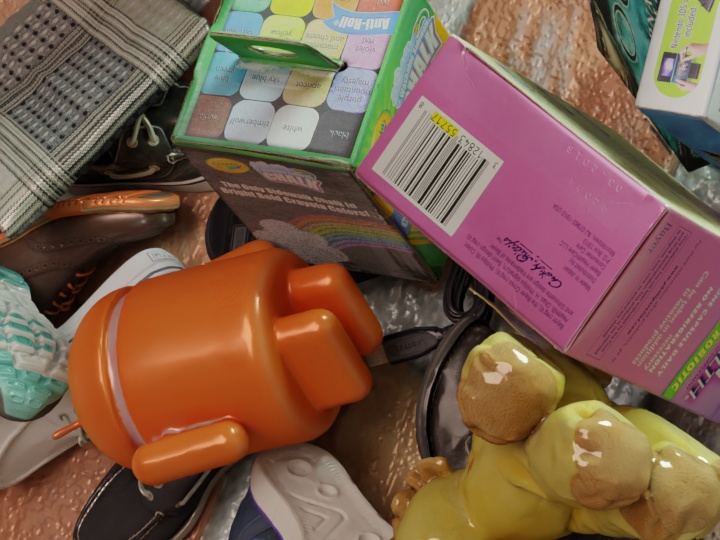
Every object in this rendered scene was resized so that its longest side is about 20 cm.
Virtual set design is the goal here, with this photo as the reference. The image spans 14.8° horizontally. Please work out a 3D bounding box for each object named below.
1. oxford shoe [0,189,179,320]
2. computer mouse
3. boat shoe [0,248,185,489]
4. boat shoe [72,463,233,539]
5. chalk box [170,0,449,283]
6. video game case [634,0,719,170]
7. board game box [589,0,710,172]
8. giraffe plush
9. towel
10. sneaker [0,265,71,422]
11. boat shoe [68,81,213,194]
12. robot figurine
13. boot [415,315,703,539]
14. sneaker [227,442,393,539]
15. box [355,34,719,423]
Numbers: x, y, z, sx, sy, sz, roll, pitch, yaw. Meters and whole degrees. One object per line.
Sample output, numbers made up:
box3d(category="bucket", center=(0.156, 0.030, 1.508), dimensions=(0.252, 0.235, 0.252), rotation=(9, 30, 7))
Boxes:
box3d(category="oxford shoe", center=(-0.195, -0.007, 1.831), dimensions=(0.199, 0.071, 0.073), rotation=(-15, 87, 35))
box3d(category="computer mouse", center=(0.000, 0.000, 1.706), dimensions=(0.199, 0.046, 0.141), rotation=(-9, 64, 20))
box3d(category="boat shoe", center=(-0.178, 0.076, 1.783), dimensions=(0.200, 0.073, 0.067), rotation=(-49, 54, 11))
box3d(category="boat shoe", center=(-0.118, 0.113, 1.740), dimensions=(0.200, 0.063, 0.073), rotation=(-42, 58, 15))
box3d(category="chalk box", center=(-0.020, -0.097, 1.614), dimensions=(0.124, 0.200, 0.125), rotation=(10, 68, 26))
box3d(category="video game case", center=(0.221, -0.147, 1.507), dimensions=(0.045, 0.200, 0.183), rotation=(12, 83, 28))
box3d(category="board game box", center=(0.156, -0.171, 1.552), dimensions=(0.028, 0.201, 0.136), rotation=(-20, 41, -8))
box3d(category="giraffe plush", center=(0.081, 0.126, 1.482), dimensions=(0.163, 0.172, 0.200), rotation=(-58, 41, 7))
box3d(category="towel", center=(-0.200, -0.128, 1.814), dimensions=(0.193, 0.035, 0.200), rotation=(-45, 35, -2))
box3d(category="sneaker", center=(-0.235, 0.061, 1.738), dimensions=(0.092, 0.077, 0.200), rotation=(-63, 25, 12))
box3d(category="boat shoe", center=(-0.139, -0.088, 1.808), dimensions=(0.199, 0.064, 0.071), rotation=(-10, 71, 31))
box3d(category="robot figurine", center=(-0.087, 0.053, 1.636), dimensions=(0.199, 0.116, 0.145), rotation=(-14, 77, 24))
box3d(category="boot", center=(0.119, 0.128, 1.589), dimensions=(0.173, 0.069, 0.202), rotation=(1, 84, 30))
box3d(category="sneaker", center=(-0.024, 0.212, 1.621), dimensions=(0.200, 0.080, 0.147), rotation=(-123, 37, -46))
box3d(category="box", center=(0.126, -0.020, 1.535), dimensions=(0.176, 0.200, 0.097), rotation=(41, 101, 33))
